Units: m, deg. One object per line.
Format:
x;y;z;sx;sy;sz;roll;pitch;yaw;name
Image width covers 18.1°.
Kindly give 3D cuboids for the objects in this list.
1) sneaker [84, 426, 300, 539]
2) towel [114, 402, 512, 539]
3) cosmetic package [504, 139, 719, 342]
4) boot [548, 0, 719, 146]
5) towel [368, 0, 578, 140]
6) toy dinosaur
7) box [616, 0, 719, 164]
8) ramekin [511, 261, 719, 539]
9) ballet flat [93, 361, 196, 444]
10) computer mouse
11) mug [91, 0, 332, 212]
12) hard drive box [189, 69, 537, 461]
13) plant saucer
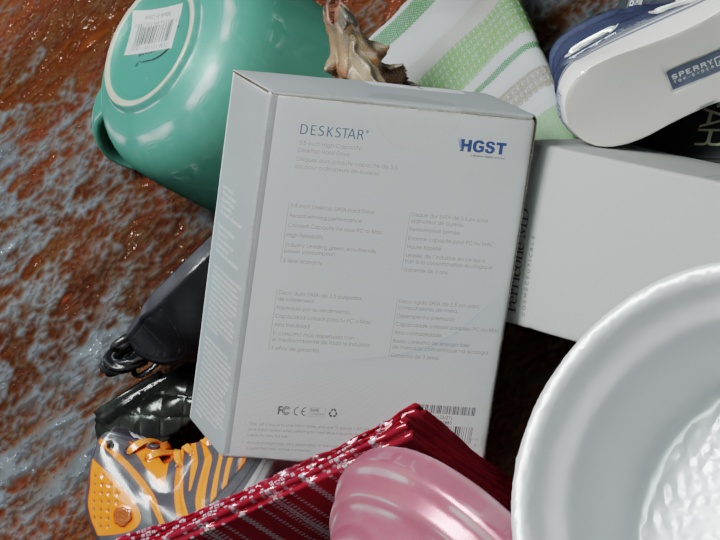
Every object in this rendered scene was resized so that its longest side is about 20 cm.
-0.093;0.106;1.336;0.112;0.078;0.200;33;83;21;sneaker
-0.022;0.140;1.239;0.199;0.145;0.023;-26;57;18;towel
0.180;-0.003;1.212;0.199;0.085;0.108;14;101;39;cosmetic package
0.200;-0.134;1.254;0.199;0.073;0.090;-16;25;5;boot
0.053;-0.096;1.386;0.149;0.031;0.200;-45;42;25;towel
-0.003;-0.049;1.345;0.201;0.086;0.136;-68;28;14;toy dinosaur
0.224;-0.137;1.315;0.160;0.044;0.201;4;65;36;box
0.176;0.105;1.006;0.200;0.098;0.201;-16;60;29;ramekin
-0.075;0.068;1.395;0.199;0.066;0.057;-28;94;17;ballet flat
-0.087;0.018;1.347;0.138;0.200;0.053;-43;91;-13;computer mouse
-0.105;-0.112;1.458;0.185;0.114;0.152;-47;42;18;mug
0.000;0.000;1.237;0.077;0.155;0.201;-143;60;-67;hard drive box
0.050;0.181;1.126;0.051;0.201;0.200;-37;43;-24;plant saucer
